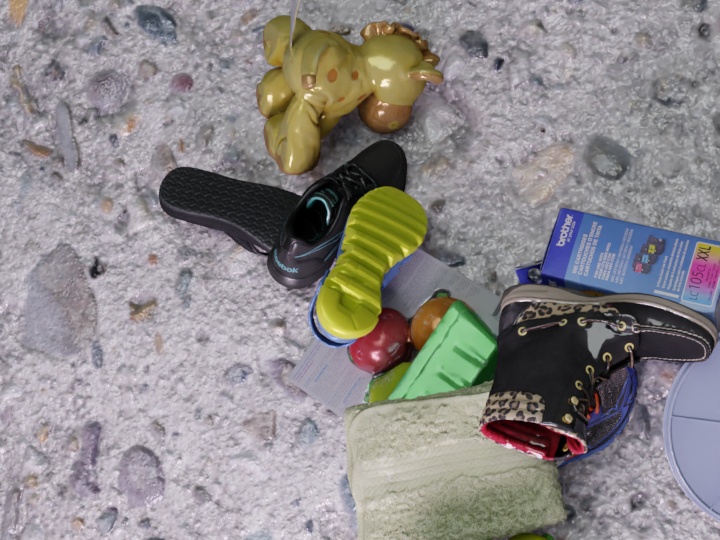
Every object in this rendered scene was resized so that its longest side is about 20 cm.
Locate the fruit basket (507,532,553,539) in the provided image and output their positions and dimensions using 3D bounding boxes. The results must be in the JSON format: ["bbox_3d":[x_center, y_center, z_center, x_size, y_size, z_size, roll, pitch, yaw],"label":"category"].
[{"bbox_3d":[0.112,0.322,1.508,0.154,0.216,0.218,-14,70,12],"label":"fruit basket"}]

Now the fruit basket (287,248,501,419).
[{"bbox_3d":[0.049,0.081,1.651,0.199,0.094,0.186,30,83,39],"label":"fruit basket"}]

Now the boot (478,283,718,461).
[{"bbox_3d":[0.204,0.093,1.471,0.198,0.074,0.152,10,55,15],"label":"boot"}]

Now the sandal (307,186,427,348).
[{"bbox_3d":[0.000,0.000,1.637,0.079,0.087,0.201,33,54,0],"label":"sandal"}]

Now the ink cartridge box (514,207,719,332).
[{"bbox_3d":[0.247,0.013,1.568,0.198,0.137,0.077,15,70,21],"label":"ink cartridge box"}]

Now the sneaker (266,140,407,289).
[{"bbox_3d":[-0.015,-0.066,1.683,0.075,0.080,0.200,33,62,14],"label":"sneaker"}]

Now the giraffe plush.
[{"bbox_3d":[-0.007,-0.198,1.720,0.160,0.201,0.174,-1,52,-18],"label":"giraffe plush"}]

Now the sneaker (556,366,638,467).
[{"bbox_3d":[0.181,0.152,1.578,0.200,0.078,0.075,-42,67,1],"label":"sneaker"}]

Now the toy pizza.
[{"bbox_3d":[0.373,0.140,1.516,0.198,0.032,0.203,1,100,6],"label":"toy pizza"}]

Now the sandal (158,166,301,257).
[{"bbox_3d":[-0.115,-0.054,1.747,0.199,0.048,0.076,22,60,16],"label":"sandal"}]

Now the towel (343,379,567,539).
[{"bbox_3d":[0.084,0.182,1.540,0.198,0.036,0.150,-11,83,13],"label":"towel"}]
